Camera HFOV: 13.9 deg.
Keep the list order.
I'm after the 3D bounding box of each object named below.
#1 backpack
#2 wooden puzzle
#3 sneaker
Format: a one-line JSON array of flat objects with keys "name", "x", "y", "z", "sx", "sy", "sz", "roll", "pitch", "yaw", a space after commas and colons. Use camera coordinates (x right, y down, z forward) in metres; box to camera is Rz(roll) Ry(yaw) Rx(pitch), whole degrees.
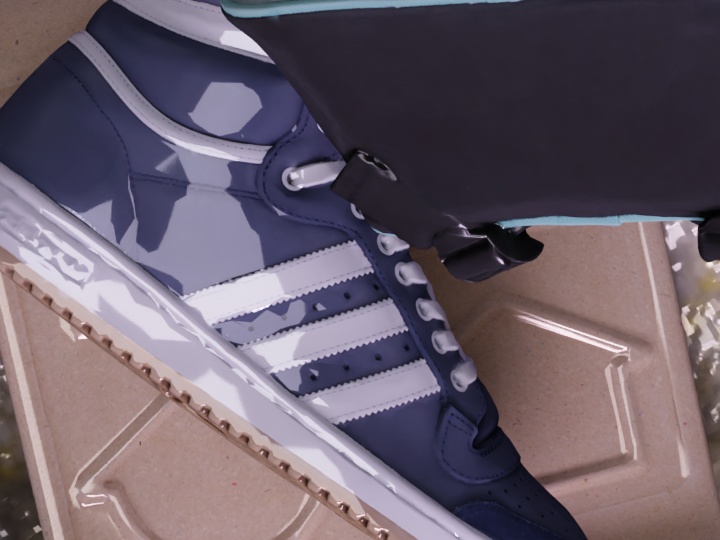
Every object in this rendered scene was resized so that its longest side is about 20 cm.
[{"name": "backpack", "x": 0.070, "y": -0.116, "z": 0.675, "sx": 0.175, "sy": 0.200, "sz": 0.154, "roll": -3, "pitch": 132, "yaw": 36}, {"name": "wooden puzzle", "x": -0.008, "y": 0.007, "z": 0.807, "sx": 0.184, "sy": 0.046, "sz": 0.201, "roll": -13, "pitch": 90, "yaw": -11}, {"name": "sneaker", "x": 0.000, "y": 0.000, "z": 0.750, "sx": 0.200, "sy": 0.070, "sz": 0.109, "roll": 36, "pitch": 84, "yaw": -4}]
